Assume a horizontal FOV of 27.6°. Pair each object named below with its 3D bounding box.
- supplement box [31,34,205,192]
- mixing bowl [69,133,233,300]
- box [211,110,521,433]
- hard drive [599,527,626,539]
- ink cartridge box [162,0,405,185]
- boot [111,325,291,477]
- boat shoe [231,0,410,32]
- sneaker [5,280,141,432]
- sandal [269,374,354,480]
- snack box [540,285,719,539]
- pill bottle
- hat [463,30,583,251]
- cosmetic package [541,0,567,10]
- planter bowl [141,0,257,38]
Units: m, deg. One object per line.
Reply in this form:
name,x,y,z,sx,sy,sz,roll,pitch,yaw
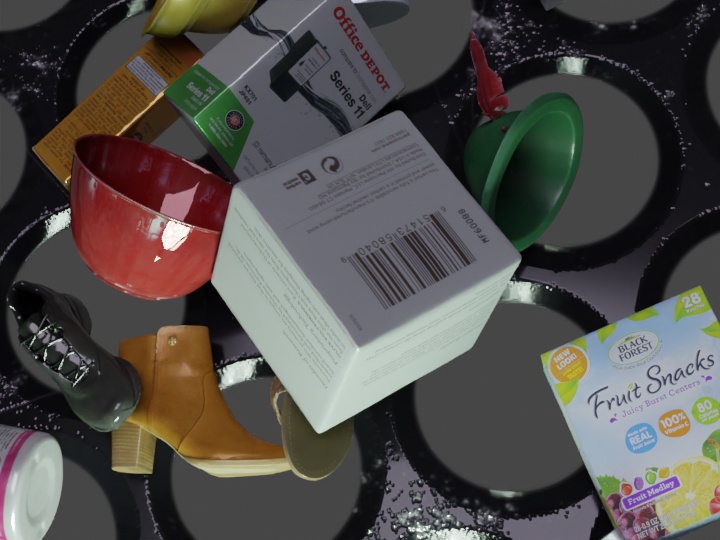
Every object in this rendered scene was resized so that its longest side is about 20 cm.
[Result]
supplement box,-0.247,-0.165,1.547,0.069,0.067,0.200,42,82,18
mixing bowl,-0.209,-0.042,1.454,0.199,0.200,0.109,32,109,17
box,0.000,0.000,1.369,0.198,0.172,0.200,-27,68,-28
hard drive,0.235,0.349,1.297,0.132,0.027,0.201,-39,78,12
ink cartridge box,-0.073,-0.182,1.476,0.200,0.147,0.083,-43,39,-6
boot,-0.152,0.125,1.436,0.199,0.071,0.145,0,73,13
boat shoe,-0.047,-0.307,1.558,0.198,0.071,0.092,-3,76,10
sneaker,-0.289,0.083,1.436,0.076,0.091,0.200,-49,53,2
sandal,-0.054,0.119,1.434,0.077,0.070,0.213,20,53,-25
snack box,0.282,0.141,1.367,0.168,0.068,0.201,-24,69,2
pill bottle,-0.402,0.199,1.427,0.198,0.113,0.114,8,73,12
hat,0.110,-0.126,1.457,0.175,0.199,0.167,26,115,30
cosmetic package,0.256,-0.372,1.529,0.199,0.081,0.113,-28,68,0
planter bowl,-0.138,-0.303,1.486,0.083,0.200,0.202,29,77,-14
